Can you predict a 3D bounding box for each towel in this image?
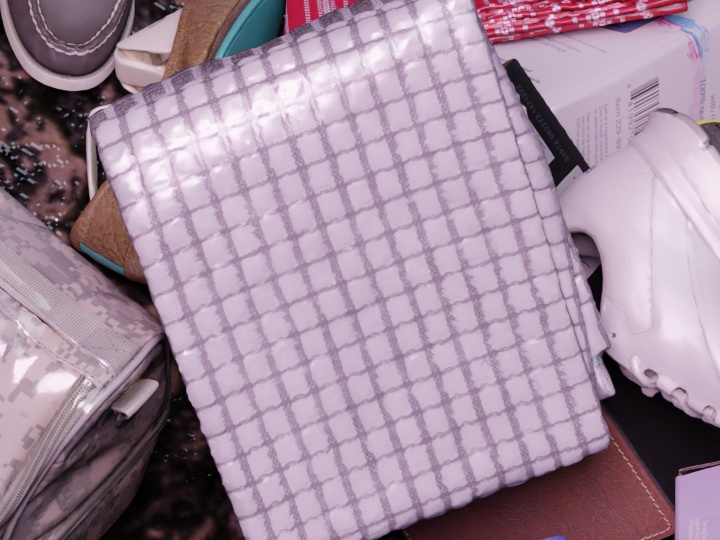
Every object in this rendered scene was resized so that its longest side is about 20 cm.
[{"bbox_3d":[0.059,-0.143,1.142,0.198,0.023,0.145,-9,24,3],"label":"towel"},{"bbox_3d":[0.000,0.000,0.926,0.164,0.086,0.201,-22,105,-3],"label":"towel"}]

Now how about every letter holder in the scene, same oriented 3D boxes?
[{"bbox_3d":[0.056,0.034,1.053,0.201,0.142,0.101,55,38,-8],"label":"letter holder"}]

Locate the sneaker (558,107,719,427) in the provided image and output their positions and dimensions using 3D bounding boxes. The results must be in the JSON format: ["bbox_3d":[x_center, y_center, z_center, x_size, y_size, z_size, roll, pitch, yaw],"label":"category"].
[{"bbox_3d":[0.148,0.032,0.959,0.087,0.075,0.201,-31,65,3],"label":"sneaker"}]

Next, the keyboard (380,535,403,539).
[{"bbox_3d":[0.017,0.217,1.003,0.126,0.021,0.201,-17,63,-31],"label":"keyboard"}]

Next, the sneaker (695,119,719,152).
[{"bbox_3d":[0.182,-0.010,1.096,0.090,0.201,0.078,-24,56,-6],"label":"sneaker"}]

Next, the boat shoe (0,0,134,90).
[{"bbox_3d":[-0.144,-0.185,1.199,0.071,0.061,0.202,10,53,-14],"label":"boat shoe"}]

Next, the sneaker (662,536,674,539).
[{"bbox_3d":[0.159,0.177,1.050,0.084,0.073,0.201,29,56,-11],"label":"sneaker"}]

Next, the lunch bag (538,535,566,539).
[{"bbox_3d":[0.008,0.213,0.912,0.199,0.124,0.171,-6,61,-34],"label":"lunch bag"}]

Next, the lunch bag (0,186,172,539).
[{"bbox_3d":[-0.178,0.027,0.967,0.200,0.168,0.139,38,52,9],"label":"lunch bag"}]

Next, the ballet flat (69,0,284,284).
[{"bbox_3d":[-0.096,-0.078,1.150,0.072,0.068,0.201,10,55,11],"label":"ballet flat"}]

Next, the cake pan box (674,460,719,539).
[{"bbox_3d":[0.186,0.201,0.967,0.200,0.052,0.185,52,31,-36],"label":"cake pan box"}]

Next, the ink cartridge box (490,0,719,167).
[{"bbox_3d":[0.136,-0.067,1.157,0.199,0.146,0.087,-28,39,-32],"label":"ink cartridge box"}]
